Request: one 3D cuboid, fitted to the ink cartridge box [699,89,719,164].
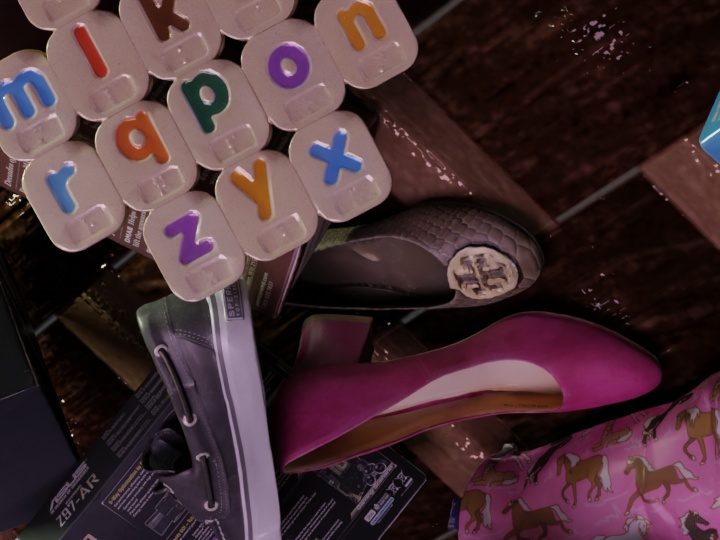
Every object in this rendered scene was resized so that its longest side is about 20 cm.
[{"bbox_3d":[0.240,-0.110,0.870,0.067,0.116,0.200,42,134,-11],"label":"ink cartridge box"}]

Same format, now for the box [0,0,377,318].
[{"bbox_3d":[-0.105,-0.068,1.090,0.200,0.100,0.075,27,140,4],"label":"box"}]

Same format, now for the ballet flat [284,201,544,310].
[{"bbox_3d":[0.000,0.000,1.135,0.200,0.046,0.067,1,128,26],"label":"ballet flat"}]

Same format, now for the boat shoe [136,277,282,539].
[{"bbox_3d":[-0.079,0.088,1.094,0.066,0.070,0.200,-9,134,-5],"label":"boat shoe"}]

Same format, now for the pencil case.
[{"bbox_3d":[0.143,0.117,1.138,0.200,0.083,0.087,-24,114,40],"label":"pencil case"}]

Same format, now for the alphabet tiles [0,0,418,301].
[{"bbox_3d":[-0.078,-0.095,1.023,0.200,0.015,0.196,-29,90,5],"label":"alphabet tiles"}]

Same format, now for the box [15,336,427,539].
[{"bbox_3d":[-0.084,0.143,1.188,0.160,0.200,0.044,39,178,-29],"label":"box"}]

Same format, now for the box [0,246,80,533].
[{"bbox_3d":[-0.213,0.047,1.163,0.200,0.079,0.141,86,159,-67],"label":"box"}]

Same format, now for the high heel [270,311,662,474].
[{"bbox_3d":[0.054,0.072,1.118,0.200,0.096,0.067,6,141,6],"label":"high heel"}]
